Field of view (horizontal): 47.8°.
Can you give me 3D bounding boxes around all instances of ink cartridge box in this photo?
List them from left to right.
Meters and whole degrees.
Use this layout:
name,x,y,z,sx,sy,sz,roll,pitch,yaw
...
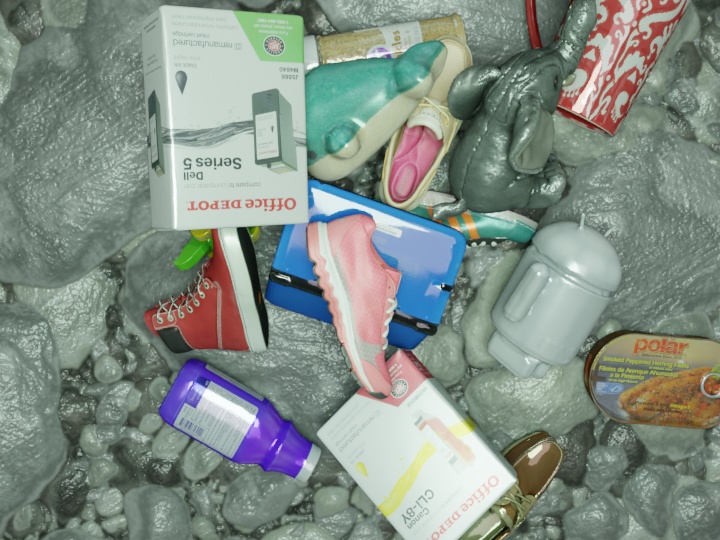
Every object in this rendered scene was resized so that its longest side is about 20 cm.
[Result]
name,x,y,z,sx,sy,sz,roll,pitch,yaw
ink cartridge box,-0.131,-0.143,0.795,0.143,0.084,0.205,-5,96,-29
ink cartridge box,0.069,0.216,0.956,0.145,0.083,0.200,-44,77,3

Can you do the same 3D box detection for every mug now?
name,x,y,z,sx,sy,sz,roll,pitch,yaw
mug,0.273,-0.274,0.931,0.132,0.177,0.203,16,103,-41

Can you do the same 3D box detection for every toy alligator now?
name,x,y,z,sx,sy,sz,roll,pitch,yaw
toy alligator,-0.140,-0.071,0.960,0.198,0.060,0.055,-33,55,-2

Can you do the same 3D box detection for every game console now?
name,x,y,z,sx,sy,sz,roll,pitch,yaw
game console,0.000,0.000,0.932,0.196,0.118,0.174,18,101,-5

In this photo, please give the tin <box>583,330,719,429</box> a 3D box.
name,x,y,z,sx,sy,sz,roll,pitch,yaw
tin,0.376,0.133,1.012,0.196,0.042,0.114,6,101,-3

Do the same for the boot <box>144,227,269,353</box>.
name,x,y,z,sx,sy,sz,roll,pitch,yaw
boot,-0.185,0.021,0.922,0.141,0.073,0.202,-2,133,1

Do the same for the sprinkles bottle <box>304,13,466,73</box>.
name,x,y,z,sx,sy,sz,roll,pitch,yaw
sprinkles bottle,0.022,-0.247,0.934,0.196,0.068,0.070,-10,98,-2

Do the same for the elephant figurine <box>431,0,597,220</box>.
name,x,y,z,sx,sy,sz,roll,pitch,yaw
elephant figurine,0.156,-0.164,0.837,0.139,0.157,0.202,9,142,8

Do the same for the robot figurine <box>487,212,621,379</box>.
name,x,y,z,sx,sy,sz,roll,pitch,yaw
robot figurine,0.227,0.029,0.944,0.113,0.168,0.202,38,110,32

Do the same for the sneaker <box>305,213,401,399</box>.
name,x,y,z,sx,sy,sz,roll,pitch,yaw
sneaker,0.010,0.037,0.843,0.085,0.074,0.204,-19,101,2

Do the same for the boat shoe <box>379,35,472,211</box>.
name,x,y,z,sx,sy,sz,roll,pitch,yaw
boat shoe,0.074,-0.157,0.886,0.072,0.069,0.204,18,99,1

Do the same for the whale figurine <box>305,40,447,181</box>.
name,x,y,z,sx,sy,sz,roll,pitch,yaw
whale figurine,-0.002,-0.181,0.841,0.104,0.160,0.199,45,137,-16

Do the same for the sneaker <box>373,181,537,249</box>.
name,x,y,z,sx,sy,sz,roll,pitch,yaw
sneaker,0.108,-0.049,0.964,0.196,0.071,0.082,12,98,5

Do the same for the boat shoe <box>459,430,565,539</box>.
name,x,y,z,sx,sy,sz,roll,pitch,yaw
boat shoe,0.179,0.290,1.004,0.076,0.074,0.200,42,94,-7

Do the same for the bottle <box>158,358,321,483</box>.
name,x,y,z,sx,sy,sz,roll,pitch,yaw
bottle,-0.142,0.188,0.983,0.198,0.065,0.084,30,96,-6
